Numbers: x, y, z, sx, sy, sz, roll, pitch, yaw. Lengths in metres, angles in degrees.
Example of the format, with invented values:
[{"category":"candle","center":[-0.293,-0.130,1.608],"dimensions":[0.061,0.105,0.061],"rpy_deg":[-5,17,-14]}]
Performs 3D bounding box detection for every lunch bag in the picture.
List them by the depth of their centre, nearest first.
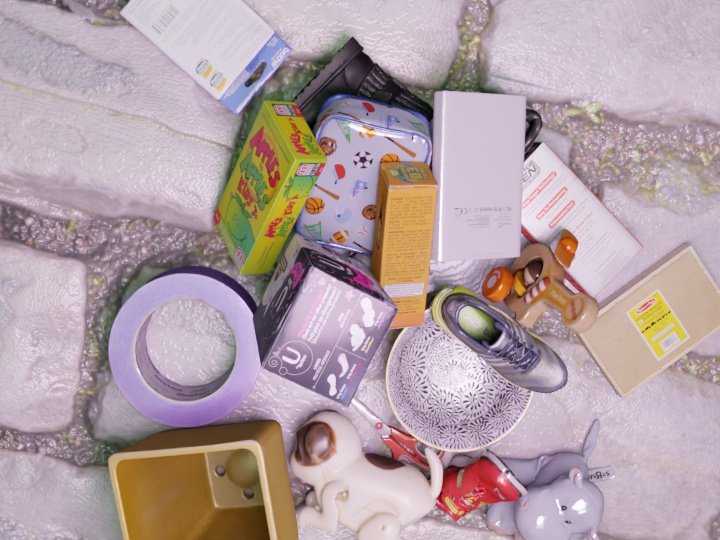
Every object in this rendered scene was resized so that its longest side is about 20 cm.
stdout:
[{"category":"lunch bag","center":[0.005,-0.112,1.126],"dimensions":[0.158,0.076,0.201],"rpy_deg":[10,126,-10]}]

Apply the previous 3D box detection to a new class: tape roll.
[{"category":"tape roll","center":[-0.226,0.099,1.189],"dimensions":[0.197,0.085,0.203],"rpy_deg":[0,96,-4]}]

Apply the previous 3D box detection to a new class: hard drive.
[{"category":"hard drive","center":[0.146,-0.115,1.108],"dimensions":[0.131,0.026,0.203],"rpy_deg":[-4,98,-31]}]

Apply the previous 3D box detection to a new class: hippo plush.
[{"category":"hippo plush","center":[0.274,0.327,1.209],"dimensions":[0.198,0.161,0.161],"rpy_deg":[-18,97,-1]}]

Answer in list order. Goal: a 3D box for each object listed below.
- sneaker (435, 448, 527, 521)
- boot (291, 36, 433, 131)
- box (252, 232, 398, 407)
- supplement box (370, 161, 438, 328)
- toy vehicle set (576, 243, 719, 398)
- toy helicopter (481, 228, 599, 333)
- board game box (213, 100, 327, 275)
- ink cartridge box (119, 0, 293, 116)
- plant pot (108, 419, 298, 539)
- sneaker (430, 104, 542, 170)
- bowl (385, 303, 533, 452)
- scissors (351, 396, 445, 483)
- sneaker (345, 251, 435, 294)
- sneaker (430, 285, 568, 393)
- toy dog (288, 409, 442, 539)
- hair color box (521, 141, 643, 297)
[{"category":"sneaker","center":[0.149,0.292,1.175],"dimensions":[0.085,0.200,0.077],"rpy_deg":[-42,88,-22]},{"category":"boot","center":[-0.020,-0.180,1.174],"dimensions":[0.158,0.079,0.211],"rpy_deg":[44,94,-10]},{"category":"box","center":[-0.049,0.049,1.058],"dimensions":[0.114,0.200,0.133],"rpy_deg":[25,98,-15]},{"category":"supplement box","center":[0.051,-0.029,1.098],"dimensions":[0.068,0.067,0.202],"rpy_deg":[-4,124,-9]},{"category":"toy vehicle set","center":[0.410,0.071,1.257],"dimensions":[0.199,0.027,0.125],"rpy_deg":[-35,97,1]},{"category":"toy helicopter","center":[0.242,0.018,1.111],"dimensions":[0.078,0.200,0.133],"rpy_deg":[31,97,-22]},{"category":"board game box","center":[-0.117,-0.099,1.114],"dimensions":[0.047,0.102,0.201],"rpy_deg":[-4,142,-35]},{"category":"ink cartridge box","center":[-0.198,-0.310,1.167],"dimensions":[0.200,0.042,0.120],"rpy_deg":[41,92,-5]},{"category":"plant pot","center":[-0.175,0.286,1.147],"dimensions":[0.193,0.200,0.197],"rpy_deg":[-7,97,12]},{"category":"sneaker","center":[0.159,-0.150,1.185],"dimensions":[0.080,0.086,0.200],"rpy_deg":[44,93,-6]},{"category":"bowl","center":[0.129,0.133,1.211],"dimensions":[0.198,0.094,0.204],"rpy_deg":[0,97,-3]},{"category":"scissors","center":[0.031,0.230,1.256],"dimensions":[0.199,0.014,0.074],"rpy_deg":[30,95,-8]},{"category":"sneaker","center":[0.000,0.000,1.210],"dimensions":[0.197,0.075,0.083],"rpy_deg":[-3,81,-9]},{"category":"sneaker","center":[0.177,0.094,1.123],"dimensions":[0.199,0.081,0.074],"rpy_deg":[32,93,-7]},{"category":"toy dog","center":[-0.009,0.279,1.192],"dimensions":[0.200,0.139,0.194],"rpy_deg":[43,111,4]},{"category":"hair color box","center":[0.274,-0.069,1.215],"dimensions":[0.102,0.061,0.200],"rpy_deg":[-45,98,3]}]
